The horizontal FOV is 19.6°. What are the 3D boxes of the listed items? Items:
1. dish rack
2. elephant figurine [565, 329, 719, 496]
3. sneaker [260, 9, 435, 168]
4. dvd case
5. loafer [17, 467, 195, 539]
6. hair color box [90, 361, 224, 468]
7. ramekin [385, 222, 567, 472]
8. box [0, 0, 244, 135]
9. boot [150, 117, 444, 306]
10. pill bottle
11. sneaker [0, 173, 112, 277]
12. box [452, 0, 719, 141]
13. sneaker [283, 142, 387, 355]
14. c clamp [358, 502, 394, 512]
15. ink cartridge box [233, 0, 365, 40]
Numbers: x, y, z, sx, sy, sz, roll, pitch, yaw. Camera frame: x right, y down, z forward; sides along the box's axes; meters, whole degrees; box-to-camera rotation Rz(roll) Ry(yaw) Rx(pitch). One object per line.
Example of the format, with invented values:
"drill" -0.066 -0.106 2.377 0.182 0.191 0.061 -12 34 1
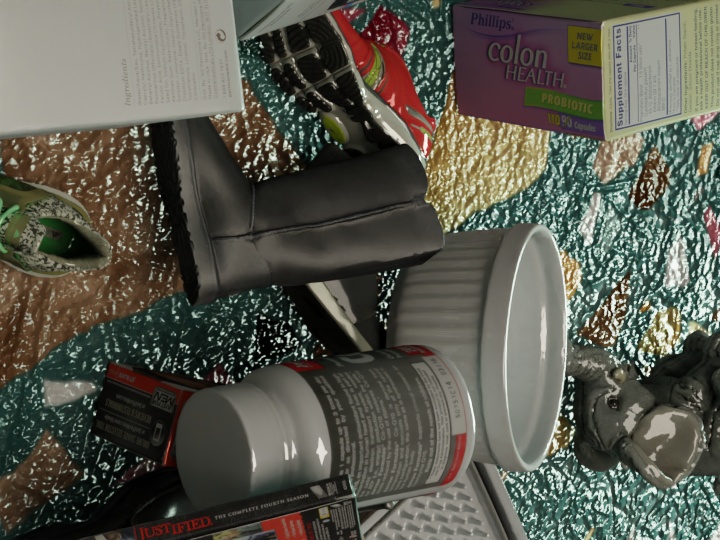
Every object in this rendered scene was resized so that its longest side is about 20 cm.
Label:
"dish rack" 0.049 0.248 1.781 0.200 0.044 0.172 -40 123 -25
"elephant figurine" 0.249 0.133 1.883 0.200 0.155 0.142 -14 153 -26
"sneaker" -0.007 -0.156 1.629 0.200 0.077 0.085 54 44 -33
"dvd case" -0.098 0.194 1.448 0.200 0.022 0.146 -15 157 -3
"loafer" -0.170 0.207 1.568 0.200 0.072 0.073 -28 116 -33
"hair color box" -0.093 0.123 1.593 0.200 0.101 0.061 14 91 -42
"ramekin" 0.094 0.061 1.688 0.200 0.105 0.200 2 90 -70
"box" -0.204 -0.145 1.390 0.200 0.152 0.106 -9 95 -39
"boot" -0.047 -0.069 1.560 0.200 0.066 0.165 -11 92 -20
"pill bottle" -0.025 0.119 1.508 0.200 0.114 0.114 -6 105 -38
"sneaker" -0.252 -0.038 1.428 0.200 0.089 0.077 12 93 -40
"box" 0.209 -0.181 1.719 0.200 0.176 0.097 -15 110 -37
"sneaker" 0.000 0.000 1.655 0.106 0.075 0.200 -46 125 -17
"c clamp" -0.095 0.217 1.585 0.200 0.171 0.027 -23 89 -29
"ink cartridge box" -0.024 -0.272 1.531 0.200 0.083 0.146 -23 86 -34
